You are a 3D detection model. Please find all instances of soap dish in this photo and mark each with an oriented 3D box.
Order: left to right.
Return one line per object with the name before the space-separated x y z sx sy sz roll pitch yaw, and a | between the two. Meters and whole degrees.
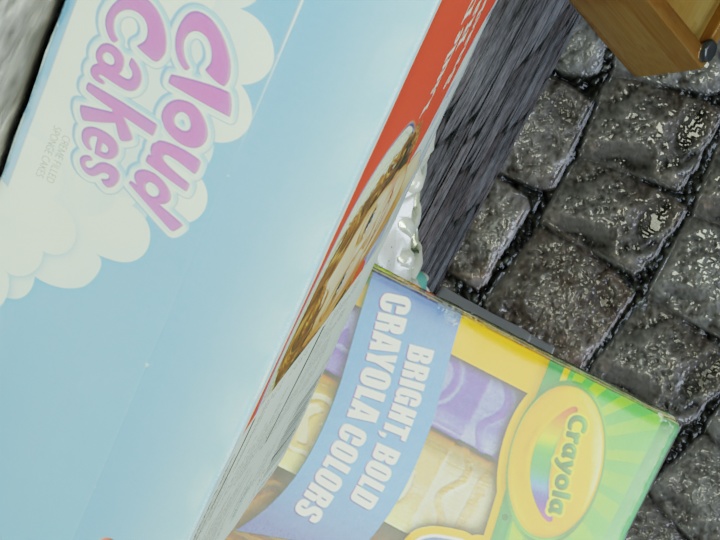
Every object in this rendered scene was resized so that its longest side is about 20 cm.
soap dish | 0.217 -0.241 1.734 0.200 0.081 0.157 -60 146 -6

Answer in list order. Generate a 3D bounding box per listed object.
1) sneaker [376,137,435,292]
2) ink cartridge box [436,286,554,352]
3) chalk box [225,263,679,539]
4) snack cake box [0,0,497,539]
sneaker | 0.000 0.000 0.915 0.201 0.088 0.075 -63 175 12
ink cartridge box | 0.097 0.149 2.813 0.200 0.146 0.147 -63 176 16
chalk box | 0.012 0.074 0.752 0.124 0.200 0.125 -62 176 -3
snack cake box | -0.029 -0.019 0.553 0.200 0.067 0.115 -65 173 32
